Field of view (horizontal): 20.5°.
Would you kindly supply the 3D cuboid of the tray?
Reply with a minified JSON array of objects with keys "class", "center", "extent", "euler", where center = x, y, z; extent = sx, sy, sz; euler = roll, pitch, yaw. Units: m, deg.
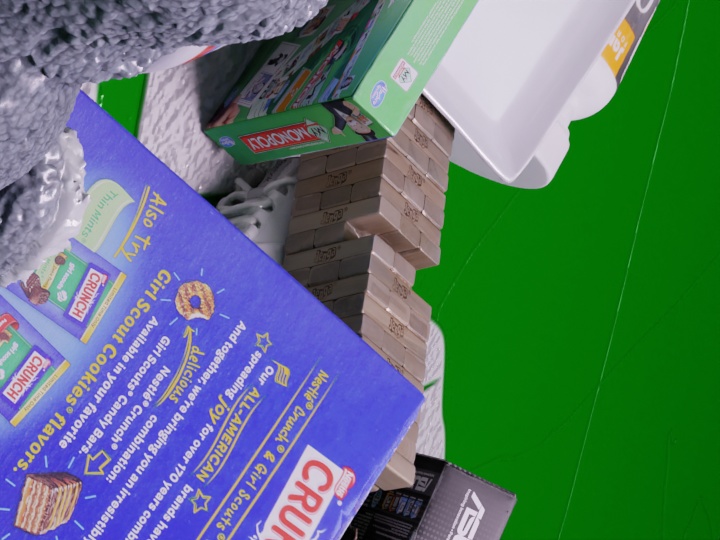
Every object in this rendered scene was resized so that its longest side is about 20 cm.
[{"class":"tray","center":[0.089,-0.153,0.980],"extent":[0.107,0.022,0.200],"euler":[44,71,-31]}]

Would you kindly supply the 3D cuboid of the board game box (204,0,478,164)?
[{"class":"board game box","center":[0.019,-0.140,0.916],"extent":[0.029,0.134,0.201],"euler":[41,67,-24]}]

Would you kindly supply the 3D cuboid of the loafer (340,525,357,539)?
[{"class":"loafer","center":[-0.043,0.134,0.971],"extent":[0.073,0.071,0.201],"euler":[9,99,-26]}]

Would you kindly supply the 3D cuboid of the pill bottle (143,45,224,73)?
[{"class":"pill bottle","center":[-0.041,-0.158,0.807],"extent":[0.200,0.112,0.113],"euler":[-31,134,-49]}]

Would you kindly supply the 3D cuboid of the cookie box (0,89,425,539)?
[{"class":"cookie box","center":[-0.102,0.056,0.759],"extent":[0.200,0.075,0.171],"euler":[42,63,-14]}]

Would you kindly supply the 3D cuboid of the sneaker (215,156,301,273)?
[{"class":"sneaker","center":[-0.051,-0.008,0.959],"extent":[0.200,0.074,0.088],"euler":[-19,107,-60]}]

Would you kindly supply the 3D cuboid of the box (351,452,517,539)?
[{"class":"box","center":[-0.001,0.173,1.050],"extent":[0.161,0.044,0.200],"euler":[-66,-165,-8]}]

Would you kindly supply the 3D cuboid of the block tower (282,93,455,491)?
[{"class":"block tower","center":[0.000,0.000,0.923],"extent":[0.058,0.054,0.201],"euler":[41,47,-43]}]

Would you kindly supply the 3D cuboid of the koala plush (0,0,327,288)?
[{"class":"koala plush","center":[-0.115,-0.090,0.600],"extent":[0.200,0.184,0.177],"euler":[-47,139,14]}]

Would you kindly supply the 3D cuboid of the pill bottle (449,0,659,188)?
[{"class":"pill bottle","center":[0.103,-0.153,1.070],"extent":[0.201,0.116,0.116],"euler":[-63,152,-13]}]
